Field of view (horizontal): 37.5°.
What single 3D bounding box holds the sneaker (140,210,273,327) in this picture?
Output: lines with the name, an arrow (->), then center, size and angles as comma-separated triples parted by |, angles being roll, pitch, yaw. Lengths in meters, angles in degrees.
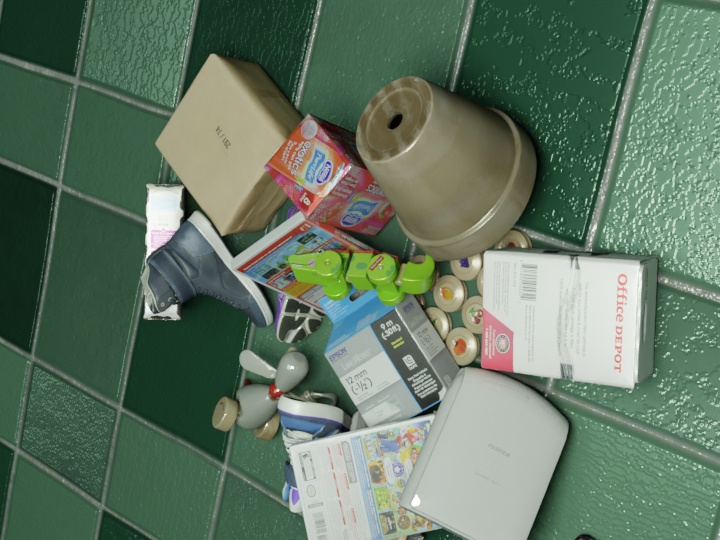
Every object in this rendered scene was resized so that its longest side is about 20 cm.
sneaker -> -0.232, 0.037, 1.559 | 0.203, 0.146, 0.077 | 52, 163, -17

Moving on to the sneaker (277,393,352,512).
sneaker -> -0.071, 0.256, 1.444 | 0.079, 0.200, 0.149 | 11, 78, 20

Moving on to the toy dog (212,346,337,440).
toy dog -> -0.136, 0.168, 1.561 | 0.198, 0.132, 0.098 | -29, 44, 25

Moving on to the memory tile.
memory tile -> 0.130, 0.010, 1.411 | 0.153, 0.017, 0.202 | 37, 113, 28

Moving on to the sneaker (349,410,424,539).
sneaker -> 0.035, 0.290, 1.473 | 0.080, 0.075, 0.204 | -15, 81, 6

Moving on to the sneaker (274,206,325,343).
sneaker -> -0.090, 0.004, 1.546 | 0.083, 0.080, 0.204 | 14, 94, 51

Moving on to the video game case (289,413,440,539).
video game case -> 0.017, 0.277, 1.373 | 0.196, 0.018, 0.146 | -12, 90, 4

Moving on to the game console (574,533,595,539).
game console -> 0.308, 0.452, 1.297 | 0.199, 0.031, 0.179 | 35, 111, 28

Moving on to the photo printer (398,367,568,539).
photo printer -> 0.157, 0.230, 1.301 | 0.164, 0.069, 0.203 | 27, 77, -5

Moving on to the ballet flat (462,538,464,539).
ballet flat -> 0.159, 0.291, 1.369 | 0.067, 0.072, 0.204 | -19, 82, 33

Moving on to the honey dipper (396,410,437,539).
honey dipper -> 0.080, 0.285, 1.395 | 0.038, 0.038, 0.203 | 20, 91, 32

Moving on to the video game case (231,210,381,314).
video game case -> -0.057, -0.005, 1.439 | 0.142, 0.199, 0.018 | -32, 50, 31

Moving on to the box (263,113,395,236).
box -> -0.023, -0.121, 1.396 | 0.096, 0.199, 0.100 | -47, 67, 16

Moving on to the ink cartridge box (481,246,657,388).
ink cartridge box -> 0.251, 0.051, 1.278 | 0.197, 0.084, 0.148 | 5, 98, 32

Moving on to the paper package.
paper package -> -0.181, -0.184, 1.570 | 0.201, 0.103, 0.191 | 51, 118, 21

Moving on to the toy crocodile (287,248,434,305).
toy crocodile -> 0.000, 0.000, 1.372 | 0.196, 0.068, 0.063 | 5, 59, 22

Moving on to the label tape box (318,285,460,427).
label tape box -> 0.028, 0.103, 1.428 | 0.142, 0.066, 0.202 | -33, 90, 34

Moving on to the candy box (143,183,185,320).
candy box -> -0.303, -0.032, 1.644 | 0.060, 0.136, 0.204 | 1, 95, -9

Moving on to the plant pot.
plant pot -> 0.089, -0.139, 1.295 | 0.198, 0.173, 0.203 | -22, 52, 32
